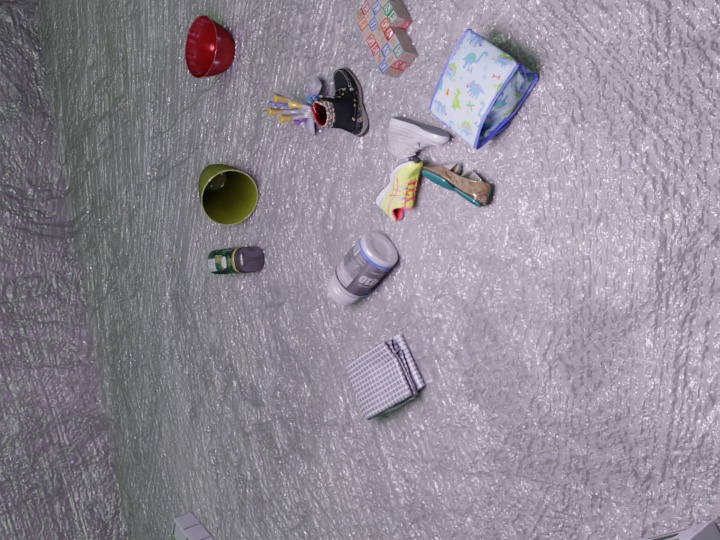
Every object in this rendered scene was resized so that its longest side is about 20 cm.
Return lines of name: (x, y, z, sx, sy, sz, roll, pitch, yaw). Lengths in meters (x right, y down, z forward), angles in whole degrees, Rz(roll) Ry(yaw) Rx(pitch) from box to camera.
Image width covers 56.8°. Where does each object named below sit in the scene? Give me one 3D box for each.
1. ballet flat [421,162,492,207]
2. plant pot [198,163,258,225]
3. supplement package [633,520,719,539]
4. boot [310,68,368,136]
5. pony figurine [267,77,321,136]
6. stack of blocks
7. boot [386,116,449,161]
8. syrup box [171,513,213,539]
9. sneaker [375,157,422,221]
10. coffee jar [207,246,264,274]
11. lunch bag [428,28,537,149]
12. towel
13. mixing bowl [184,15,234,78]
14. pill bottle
ballet flat: (0.231, -0.214, 1.565, 0.200, 0.070, 0.065, 37, 90, 35)
plant pot: (-0.456, -0.273, 2.190, 0.200, 0.186, 0.188, 45, 123, 52)
supplement package: (0.557, 0.568, 1.201, 0.200, 0.151, 0.152, -38, 66, 40)
boot: (-0.067, -0.459, 1.777, 0.073, 0.153, 0.205, -29, 72, 42)
pony figurine: (-0.154, -0.451, 1.869, 0.193, 0.199, 0.168, 42, 129, 53)
stack of blocks: (0.072, -0.610, 1.695, 0.115, 0.058, 0.201, -38, 66, 39)
boot: (0.140, -0.313, 1.646, 0.200, 0.073, 0.096, 34, 122, 48)
syrup box: (-0.619, 1.003, 2.475, 0.199, 0.081, 0.079, 29, 113, 42)
sneaker: (0.113, -0.200, 1.664, 0.091, 0.078, 0.200, 58, 147, 19)
coffee jar: (-0.408, -0.033, 2.186, 0.199, 0.104, 0.086, -2, 93, 45)
lunch bag: (0.260, -0.393, 1.470, 0.170, 0.127, 0.201, 48, 114, 32)
towel: (0.058, 0.282, 1.742, 0.200, 0.085, 0.167, -39, 66, 39)
mixing bowl: (-0.491, -0.737, 2.227, 0.199, 0.108, 0.202, 2, 93, 45)
pill bottle: (0.000, 0.000, 1.765, 0.200, 0.113, 0.114, -48, 60, 36)
